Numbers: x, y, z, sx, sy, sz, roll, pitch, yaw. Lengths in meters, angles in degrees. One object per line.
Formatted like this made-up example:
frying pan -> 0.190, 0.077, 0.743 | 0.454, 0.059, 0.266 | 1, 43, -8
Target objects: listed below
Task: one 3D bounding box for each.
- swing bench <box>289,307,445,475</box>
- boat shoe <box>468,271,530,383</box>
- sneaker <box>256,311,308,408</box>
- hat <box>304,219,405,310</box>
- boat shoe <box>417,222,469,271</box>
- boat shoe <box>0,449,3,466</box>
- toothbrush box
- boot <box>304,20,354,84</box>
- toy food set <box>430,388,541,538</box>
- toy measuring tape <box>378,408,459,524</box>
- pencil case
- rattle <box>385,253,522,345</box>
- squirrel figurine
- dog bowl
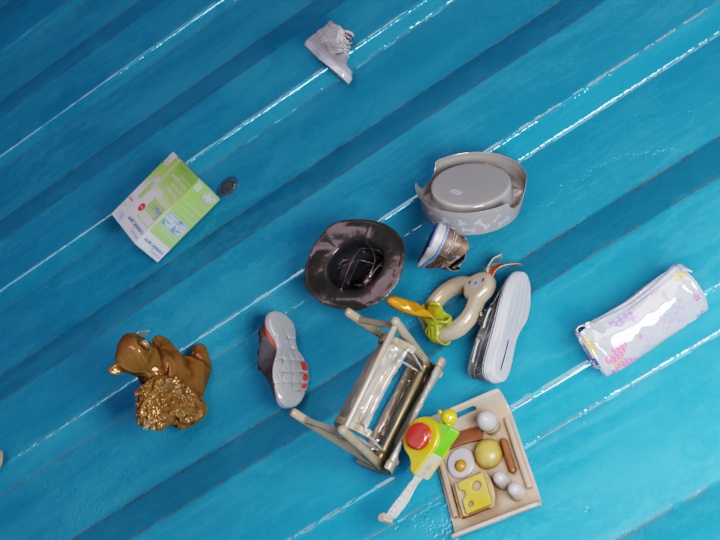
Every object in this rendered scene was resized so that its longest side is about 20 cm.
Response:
swing bench -> 0.030, 0.198, 1.491 | 0.129, 0.200, 0.200 | 9, 65, 47
boat shoe -> 0.222, 0.088, 1.538 | 0.071, 0.072, 0.201 | -1, 55, 40
sneaker -> -0.151, 0.175, 1.728 | 0.082, 0.077, 0.201 | -45, 40, 35
hat -> 0.000, 0.000, 1.732 | 0.199, 0.081, 0.202 | -10, 62, 20
boat shoe -> 0.145, -0.029, 1.616 | 0.072, 0.200, 0.073 | 25, 86, 2
boat shoe -> -0.842, 0.421, 1.976 | 0.199, 0.065, 0.072 | -24, 50, 17
toothbrush box -> -0.435, -0.143, 2.090 | 0.200, 0.086, 0.146 | -46, 47, -1
boot -> -0.050, -0.497, 2.096 | 0.096, 0.073, 0.200 | -45, 46, 7
toy food set -> 0.179, 0.295, 1.435 | 0.143, 0.060, 0.201 | -26, 49, 14
toy measuring tape -> 0.080, 0.292, 1.445 | 0.073, 0.073, 0.201 | 38, 94, 42
pencil case -> 0.422, 0.074, 1.414 | 0.199, 0.091, 0.083 | -33, 8, 6
rattle -> 0.157, 0.016, 1.582 | 0.200, 0.143, 0.130 | -43, 15, 12
squirrel figurine -> -0.375, 0.202, 1.753 | 0.141, 0.187, 0.201 | -33, 48, 8
dog bowl -> 0.197, -0.135, 1.667 | 0.198, 0.059, 0.201 | -7, 36, 5
